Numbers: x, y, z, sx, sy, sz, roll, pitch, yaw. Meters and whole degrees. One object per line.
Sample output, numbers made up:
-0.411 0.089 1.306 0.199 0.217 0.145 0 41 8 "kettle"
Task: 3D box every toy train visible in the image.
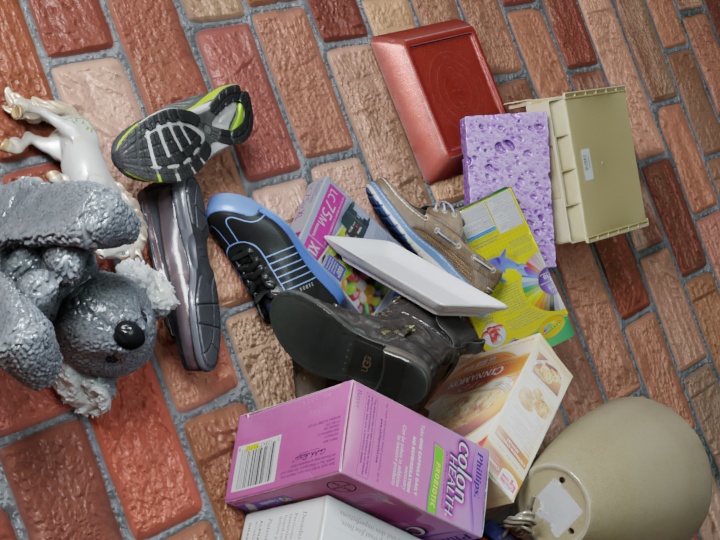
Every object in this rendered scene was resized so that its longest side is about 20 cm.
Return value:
0.126 0.323 1.439 0.084 0.201 0.116 35 53 15 "toy train"

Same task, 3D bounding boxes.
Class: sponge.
0.187 -0.097 1.701 0.111 0.030 0.202 -4 91 -12 "sponge"

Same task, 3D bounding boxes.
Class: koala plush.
-0.254 0.028 1.199 0.200 0.183 0.178 41 71 -46 "koala plush"

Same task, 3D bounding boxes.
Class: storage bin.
0.290 -0.139 1.816 0.198 0.093 0.202 -14 96 -48 "storage bin"

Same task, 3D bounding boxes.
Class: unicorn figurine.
-0.266 -0.085 1.274 0.137 0.074 0.201 11 61 -54 "unicorn figurine"

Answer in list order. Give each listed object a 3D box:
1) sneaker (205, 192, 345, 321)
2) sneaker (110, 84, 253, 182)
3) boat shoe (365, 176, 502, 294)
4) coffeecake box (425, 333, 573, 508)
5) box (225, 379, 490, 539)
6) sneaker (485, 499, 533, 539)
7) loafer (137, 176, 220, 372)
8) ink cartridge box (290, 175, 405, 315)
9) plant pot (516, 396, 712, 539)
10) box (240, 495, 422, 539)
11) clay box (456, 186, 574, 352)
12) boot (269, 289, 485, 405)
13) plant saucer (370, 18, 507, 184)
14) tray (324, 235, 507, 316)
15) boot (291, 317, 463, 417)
-0.093 0.005 1.421 0.200 0.070 0.078 43 44 -25 "sneaker"
-0.190 -0.133 1.364 0.200 0.080 0.074 -32 110 -55 "sneaker"
0.089 -0.044 1.597 0.072 0.072 0.200 -44 105 -3 "boat shoe"
0.132 0.179 1.518 0.073 0.153 0.200 50 46 -17 "coffeecake box"
-0.002 0.207 1.356 0.199 0.175 0.097 29 55 -35 "box"
0.201 0.289 1.602 0.199 0.074 0.082 -7 75 -46 "sneaker"
-0.183 0.005 1.350 0.072 0.063 0.202 23 59 -73 "loafer"
0.000 0.000 1.540 0.200 0.042 0.120 44 49 -27 "ink cartridge box"
0.266 0.246 1.505 0.199 0.187 0.189 -3 77 -52 "plant pot"
-0.020 0.353 1.314 0.198 0.130 0.201 32 54 -33 "box"
0.173 0.011 1.657 0.048 0.114 0.201 -119 -175 -84 "clay box"
0.019 0.061 1.387 0.199 0.070 0.174 29 26 10 "boot"
0.120 -0.229 1.751 0.199 0.037 0.201 -22 91 -48 "plant saucer"
0.055 0.008 1.453 0.107 0.200 0.022 3 110 -43 "tray"
0.018 0.084 1.461 0.200 0.064 0.188 28 76 -43 "boot"
